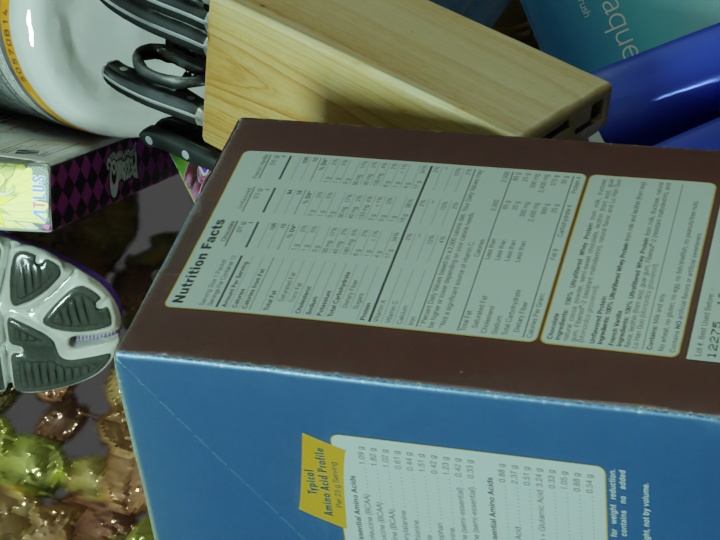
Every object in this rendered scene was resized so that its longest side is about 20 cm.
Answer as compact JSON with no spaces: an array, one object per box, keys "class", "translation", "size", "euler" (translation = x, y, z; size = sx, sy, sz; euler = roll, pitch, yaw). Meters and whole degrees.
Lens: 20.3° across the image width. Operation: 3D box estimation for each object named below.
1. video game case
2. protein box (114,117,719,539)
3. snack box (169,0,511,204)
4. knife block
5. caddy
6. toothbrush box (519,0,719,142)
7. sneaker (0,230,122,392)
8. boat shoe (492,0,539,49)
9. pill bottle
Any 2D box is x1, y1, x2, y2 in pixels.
[{"class":"video game case","translation":[-0.197,-0.054,0.963],"size":[0.180,0.036,0.200],"euler":[4,11,11]},{"class":"protein box","translation":[0.041,0.069,0.719],"size":[0.198,0.200,0.135],"euler":[6,40,16]},{"class":"snack box","translation":[-0.032,-0.123,0.966],"size":[0.067,0.169,0.200],"euler":[23,22,-34]},{"class":"knife block","translation":[-0.019,-0.091,0.803],"size":[0.064,0.176,0.200],"euler":[-33,4,-41]},{"class":"caddy","translation":[0.164,-0.011,0.807],"size":[0.104,0.201,0.142],"euler":[-15,39,18]},{"class":"toothbrush box","translation":[0.177,-0.130,0.893],"size":[0.199,0.147,0.085],"euler":[-21,6,14]},{"class":"sneaker","translation":[-0.195,-0.006,0.951],"size":[0.199,0.081,0.083],"euler":[16,31,21]},{"class":"boat shoe","translation":[0.076,-0.165,1.016],"size":[0.069,0.074,0.200],"euler":[-6,36,33]},{"class":"pill bottle","translation":[-0.148,-0.131,0.968],"size":[0.116,0.117,0.200],"euler":[-30,25,-24]}]
